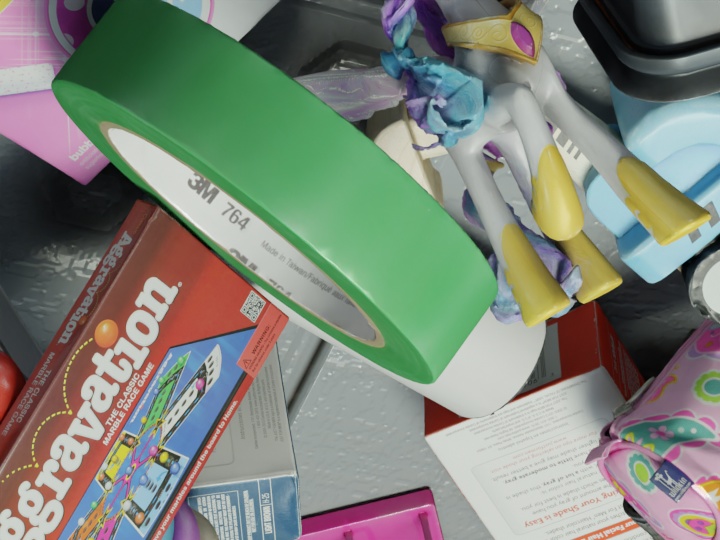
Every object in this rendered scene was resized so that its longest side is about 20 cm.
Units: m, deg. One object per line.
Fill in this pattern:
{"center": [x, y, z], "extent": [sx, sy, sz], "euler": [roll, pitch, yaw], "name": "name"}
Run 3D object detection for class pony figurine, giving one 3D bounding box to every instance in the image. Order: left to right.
{"center": [0.051, -0.076, 0.919], "extent": [0.166, 0.201, 0.193], "euler": [-27, 173, -19], "name": "pony figurine"}

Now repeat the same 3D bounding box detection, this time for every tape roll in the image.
{"center": [-0.036, -0.032, 0.876], "extent": [0.048, 0.200, 0.200], "euler": [-53, 128, -8], "name": "tape roll"}

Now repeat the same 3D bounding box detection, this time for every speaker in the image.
{"center": [0.000, 0.000, 1.077], "extent": [0.199, 0.081, 0.081], "euler": [30, 120, -33], "name": "speaker"}

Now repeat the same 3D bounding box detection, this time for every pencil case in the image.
{"center": [0.202, 0.050, 1.093], "extent": [0.200, 0.087, 0.088], "euler": [-48, 136, -21], "name": "pencil case"}

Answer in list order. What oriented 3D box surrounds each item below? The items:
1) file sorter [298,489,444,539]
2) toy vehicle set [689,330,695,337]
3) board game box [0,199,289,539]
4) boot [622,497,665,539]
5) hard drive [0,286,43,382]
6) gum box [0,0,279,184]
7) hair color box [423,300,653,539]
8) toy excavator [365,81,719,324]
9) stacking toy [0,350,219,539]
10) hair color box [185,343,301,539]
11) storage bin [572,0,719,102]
{"center": [-0.033, 0.242, 1.259], "extent": [0.199, 0.126, 0.140], "euler": [-14, 133, 1], "name": "file sorter"}
{"center": [0.262, 0.101, 1.258], "extent": [0.199, 0.027, 0.125], "euler": [8, 130, -18], "name": "toy vehicle set"}
{"center": [-0.115, 0.080, 0.950], "extent": [0.103, 0.019, 0.201], "euler": [41, 73, -41], "name": "board game box"}
{"center": [0.239, 0.118, 1.171], "extent": [0.200, 0.070, 0.132], "euler": [-38, 115, -32], "name": "boot"}
{"center": [-0.245, 0.066, 1.060], "extent": [0.200, 0.132, 0.026], "euler": [-47, 157, 28], "name": "hard drive"}
{"center": [-0.103, -0.143, 0.935], "extent": [0.200, 0.066, 0.113], "euler": [-41, 129, 23], "name": "gum box"}
{"center": [0.129, 0.123, 1.201], "extent": [0.110, 0.064, 0.200], "euler": [-23, 122, 18], "name": "hair color box"}
{"center": [0.128, -0.062, 1.052], "extent": [0.194, 0.100, 0.200], "euler": [-40, 114, 22], "name": "toy excavator"}
{"center": [-0.145, 0.101, 0.992], "extent": [0.085, 0.086, 0.200], "euler": [-25, 134, 12], "name": "stacking toy"}
{"center": [-0.136, 0.100, 1.127], "extent": [0.198, 0.100, 0.061], "euler": [-6, 136, -5], "name": "hair color box"}
{"center": [0.188, -0.174, 0.922], "extent": [0.199, 0.146, 0.135], "euler": [-17, 123, -2], "name": "storage bin"}
